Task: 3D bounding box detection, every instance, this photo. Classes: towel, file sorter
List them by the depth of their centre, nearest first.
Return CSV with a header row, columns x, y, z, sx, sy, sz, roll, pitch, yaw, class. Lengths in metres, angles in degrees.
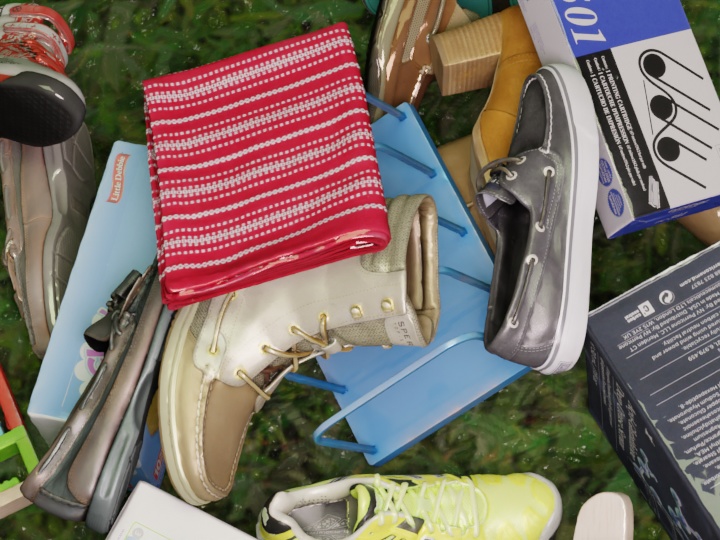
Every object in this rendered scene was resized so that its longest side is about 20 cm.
x,y,z,sx,sy,sz,roll,pitch,yaw,class
-0.062,-0.067,1.501,0.144,0.023,0.201,-16,46,5,towel
0.000,0.000,1.579,0.138,0.123,0.201,-33,70,15,file sorter

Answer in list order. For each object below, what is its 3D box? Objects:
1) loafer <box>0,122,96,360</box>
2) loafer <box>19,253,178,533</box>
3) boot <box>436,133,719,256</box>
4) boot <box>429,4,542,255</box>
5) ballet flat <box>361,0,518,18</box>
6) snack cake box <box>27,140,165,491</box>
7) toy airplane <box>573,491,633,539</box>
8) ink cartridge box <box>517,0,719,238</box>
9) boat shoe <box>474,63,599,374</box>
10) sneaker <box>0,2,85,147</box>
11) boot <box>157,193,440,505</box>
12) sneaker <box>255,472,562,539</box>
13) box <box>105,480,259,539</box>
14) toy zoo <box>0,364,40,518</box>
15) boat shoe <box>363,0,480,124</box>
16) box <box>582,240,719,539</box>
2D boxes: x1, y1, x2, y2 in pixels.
x,y,z,sx,sy,sz,roll,pitch,yaw,class
-0.218,-0.021,1.686,0.062,0.072,0.201,-16,56,19,loafer
-0.151,0.058,1.505,0.062,0.072,0.201,17,69,0,loafer
0.140,-0.041,1.651,0.199,0.066,0.176,-28,56,-6,boot
0.137,-0.092,1.608,0.143,0.071,0.202,-13,65,-7,boot
0.099,-0.205,1.739,0.198,0.068,0.064,0,37,6,ballet flat
-0.148,0.031,1.619,0.067,0.115,0.201,10,67,11,snack cake box
0.141,0.263,1.460,0.199,0.141,0.200,-41,80,9,toy airplane
0.170,-0.130,1.579,0.093,0.044,0.201,-16,79,-25,ink cartridge box
0.101,-0.037,1.513,0.066,0.070,0.202,10,74,-22,boat shoe
-0.229,-0.141,1.687,0.201,0.067,0.108,-5,45,55,sneaker
-0.034,0.045,1.472,0.153,0.072,0.202,1,69,22,boot
0.031,0.163,1.557,0.198,0.077,0.076,-10,62,1,sneaker
-0.065,0.228,1.492,0.199,0.113,0.102,25,72,15,box
-0.303,0.091,1.661,0.130,0.020,0.201,-25,65,-5,toy zoo
0.045,-0.170,1.676,0.073,0.076,0.202,9,102,-3,boat shoe
0.232,0.112,1.518,0.107,0.149,0.201,-29,64,-7,box
